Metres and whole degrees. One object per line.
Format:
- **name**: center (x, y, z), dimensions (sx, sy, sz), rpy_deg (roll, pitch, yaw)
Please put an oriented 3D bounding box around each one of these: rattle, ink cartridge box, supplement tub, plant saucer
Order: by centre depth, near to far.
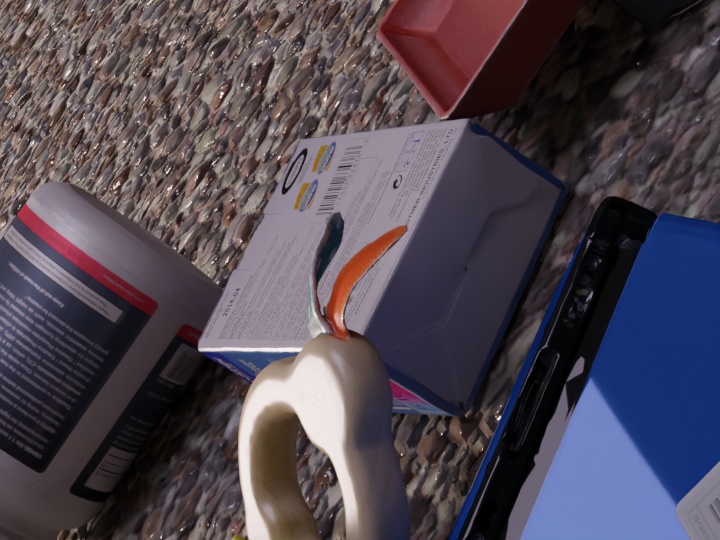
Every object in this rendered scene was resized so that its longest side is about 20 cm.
- **rattle**: center (-0.052, 0.077, 1.090), dimensions (0.130, 0.143, 0.200), rpy_deg (-115, 26, -52)
- **ink cartridge box**: center (0.000, 0.000, 1.241), dimensions (0.200, 0.076, 0.137), rpy_deg (0, 59, 57)
- **plant saucer**: center (0.093, -0.177, 1.256), dimensions (0.200, 0.037, 0.200), rpy_deg (-56, 18, 10)
- **supplement tub**: center (-0.183, 0.062, 1.406), dimensions (0.200, 0.140, 0.140), rpy_deg (-55, 26, 1)

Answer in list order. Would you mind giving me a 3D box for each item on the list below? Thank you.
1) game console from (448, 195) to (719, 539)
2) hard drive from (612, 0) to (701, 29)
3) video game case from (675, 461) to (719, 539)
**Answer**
- **game console**: center (0.116, 0.083, 1.017), dimensions (0.171, 0.118, 0.200), rpy_deg (104, -170, -71)
- **hard drive**: center (0.195, -0.230, 1.220), dimensions (0.140, 0.038, 0.200), rpy_deg (-31, 35, 41)
- **video game case**: center (0.215, 0.075, 0.833), dimensions (0.200, 0.023, 0.182), rpy_deg (-47, 34, 16)
